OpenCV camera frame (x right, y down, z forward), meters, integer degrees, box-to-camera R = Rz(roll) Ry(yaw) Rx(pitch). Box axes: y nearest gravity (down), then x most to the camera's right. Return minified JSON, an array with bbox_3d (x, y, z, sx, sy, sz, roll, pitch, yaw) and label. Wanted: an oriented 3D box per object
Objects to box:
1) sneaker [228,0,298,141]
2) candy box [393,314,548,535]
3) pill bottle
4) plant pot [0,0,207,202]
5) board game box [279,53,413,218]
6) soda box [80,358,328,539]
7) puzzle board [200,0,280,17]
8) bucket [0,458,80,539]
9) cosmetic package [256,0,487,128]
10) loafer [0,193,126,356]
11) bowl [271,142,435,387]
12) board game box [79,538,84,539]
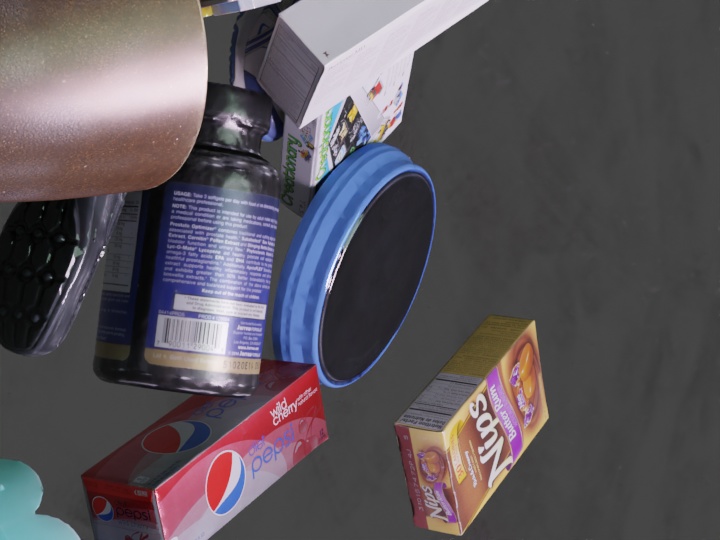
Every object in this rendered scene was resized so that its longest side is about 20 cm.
[{"bbox_3d":[-0.034,-0.192,1.186,0.075,0.088,0.201,31,69,-58],"label":"sneaker"},{"bbox_3d":[0.109,0.142,1.505,0.200,0.056,0.117,-43,131,-46],"label":"candy box"},{"bbox_3d":[-0.112,-0.021,1.061,0.112,0.111,0.201,10,87,-59],"label":"pill bottle"},{"bbox_3d":[-0.215,-0.111,0.838,0.199,0.186,0.188,-20,112,-40],"label":"plant pot"},{"bbox_3d":[-0.007,-0.137,1.180,0.126,0.035,0.200,-48,164,-27],"label":"board game box"},{"bbox_3d":[-0.105,0.131,1.136,0.200,0.070,0.064,-36,124,-51],"label":"soda box"},{"bbox_3d":[-0.085,-0.178,1.044,0.200,0.150,0.017,-29,112,-54],"label":"puzzle board"},{"bbox_3d":[-0.240,0.193,0.806,0.134,0.207,0.208,-17,109,-46],"label":"bucket"},{"bbox_3d":[0.026,-0.179,1.048,0.200,0.051,0.083,-37,171,-26],"label":"cosmetic package"},{"bbox_3d":[-0.175,-0.042,0.995,0.070,0.068,0.202,31,71,-63],"label":"loafer"},{"bbox_3d":[0.000,0.000,1.263,0.201,0.039,0.201,-49,151,-38],"label":"bowl"},{"bbox_3d":[-0.215,0.279,1.002,0.200,0.045,0.135,-37,125,-51],"label":"board game box"}]
